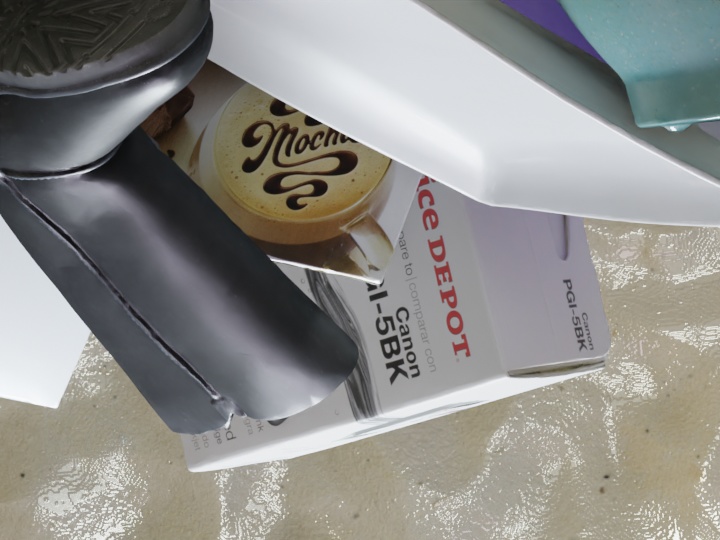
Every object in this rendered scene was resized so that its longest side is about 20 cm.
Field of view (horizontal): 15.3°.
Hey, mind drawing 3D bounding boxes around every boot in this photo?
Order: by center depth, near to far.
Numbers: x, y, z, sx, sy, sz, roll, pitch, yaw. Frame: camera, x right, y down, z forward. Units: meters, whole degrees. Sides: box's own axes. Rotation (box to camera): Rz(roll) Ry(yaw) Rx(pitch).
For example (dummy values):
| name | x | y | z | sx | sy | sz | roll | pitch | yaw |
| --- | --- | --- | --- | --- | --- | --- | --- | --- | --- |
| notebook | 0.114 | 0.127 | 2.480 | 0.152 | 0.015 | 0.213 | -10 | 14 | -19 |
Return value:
| name | x | y | z | sx | sy | sz | roll | pitch | yaw |
| --- | --- | --- | --- | --- | --- | --- | --- | --- | --- |
| boot | -0.066 | -0.020 | 0.993 | 0.165 | 0.200 | 0.066 | -1 | -136 | 46 |

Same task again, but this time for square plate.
| name | x | y | z | sx | sy | sz | roll | pitch | yaw |
| --- | --- | --- | --- | --- | --- | --- | --- | --- | --- |
| square plate | 0.031 | -0.068 | 0.972 | 0.198 | 0.029 | 0.200 | 28 | 169 | -30 |

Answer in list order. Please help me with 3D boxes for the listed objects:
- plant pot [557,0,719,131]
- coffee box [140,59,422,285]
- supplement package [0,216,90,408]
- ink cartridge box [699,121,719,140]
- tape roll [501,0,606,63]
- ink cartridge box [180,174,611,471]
| name | x | y | z | sx | sy | sz | roll | pitch | yaw |
| --- | --- | --- | --- | --- | --- | --- | --- | --- | --- |
| plant pot | 0.142 | -0.116 | 0.868 | 0.200 | 0.135 | 0.200 | -7 | -178 | 0 |
| coffee box | -0.073 | -0.077 | 1.091 | 0.199 | 0.113 | 0.080 | 13 | -159 | -24 |
| supplement package | -0.221 | -0.041 | 1.305 | 0.200 | 0.156 | 0.111 | 15 | -161 | -31 |
| ink cartridge box | 0.202 | -0.081 | 1.130 | 0.119 | 0.042 | 0.200 | -21 | -176 | 34 |
| tape roll | 0.156 | -0.128 | 1.141 | 0.199 | 0.085 | 0.200 | -23 | -177 | 1 |
| ink cartridge box | 0.000 | 0.000 | 1.240 | 0.200 | 0.147 | 0.083 | -20 | 171 | 38 |
